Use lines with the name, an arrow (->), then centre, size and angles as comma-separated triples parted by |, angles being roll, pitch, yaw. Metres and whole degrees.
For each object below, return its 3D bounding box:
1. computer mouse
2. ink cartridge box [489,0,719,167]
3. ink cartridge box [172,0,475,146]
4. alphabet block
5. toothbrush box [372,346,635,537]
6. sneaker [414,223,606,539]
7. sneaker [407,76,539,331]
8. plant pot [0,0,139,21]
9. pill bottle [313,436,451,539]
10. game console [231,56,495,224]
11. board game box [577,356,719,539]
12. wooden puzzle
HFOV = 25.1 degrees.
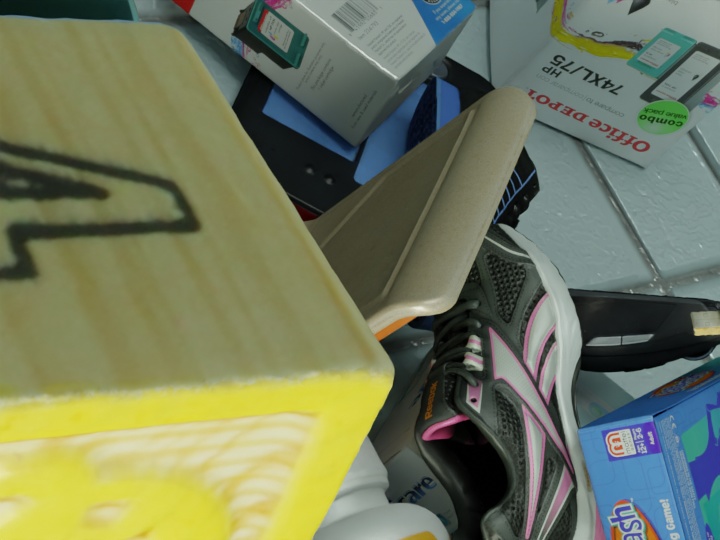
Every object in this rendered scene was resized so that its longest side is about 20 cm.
computer mouse -> 0.162, 0.036, 0.858 | 0.199, 0.140, 0.046 | 4, 91, 8
ink cartridge box -> 0.206, -0.205, 1.162 | 0.146, 0.200, 0.146 | 20, 50, -22
ink cartridge box -> -0.040, -0.187, 1.042 | 0.200, 0.067, 0.116 | 39, 45, 4
alphabet block -> -0.138, 0.038, 0.597 | 0.196, 0.196, 0.200 | -5, 47, -33
toothbrush box -> 0.107, 0.131, 0.919 | 0.200, 0.085, 0.147 | 39, 44, -5
sneaker -> 0.065, 0.061, 0.821 | 0.086, 0.080, 0.200 | 6, 54, -38
sneaker -> 0.071, -0.038, 0.990 | 0.078, 0.070, 0.200 | 17, 48, -13
plant pot -> -0.220, -0.073, 0.771 | 0.200, 0.161, 0.201 | 12, 51, -15
pill bottle -> 0.010, 0.185, 0.788 | 0.113, 0.113, 0.200 | -12, 66, -41
game console -> 0.007, -0.092, 1.056 | 0.177, 0.031, 0.200 | 32, 45, -13
board game box -> 0.190, 0.132, 0.850 | 0.200, 0.045, 0.153 | -13, 88, -57
wooden puzzle -> 0.000, 0.000, 0.867 | 0.037, 0.200, 0.185 | 46, 42, -18
